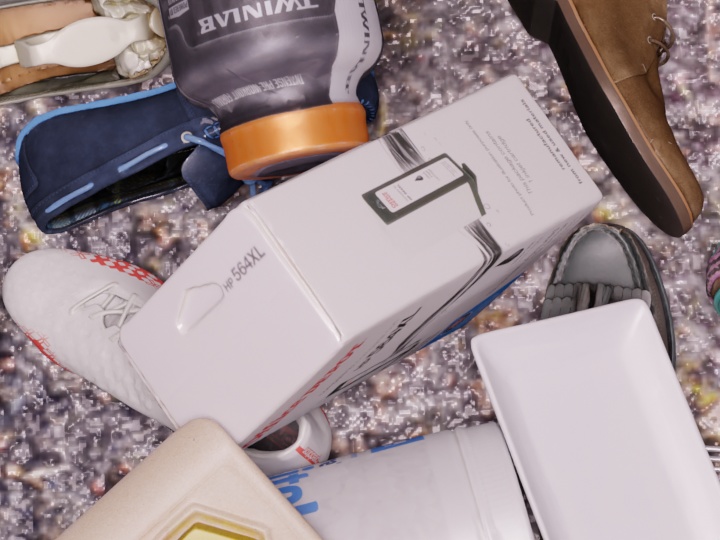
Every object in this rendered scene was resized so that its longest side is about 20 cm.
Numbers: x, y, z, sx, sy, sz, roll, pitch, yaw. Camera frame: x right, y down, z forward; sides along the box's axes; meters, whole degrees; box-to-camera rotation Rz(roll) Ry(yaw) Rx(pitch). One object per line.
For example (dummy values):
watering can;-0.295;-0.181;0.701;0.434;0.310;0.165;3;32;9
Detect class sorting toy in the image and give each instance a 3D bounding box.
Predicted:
sorting toy;-0.076;0.199;1.067;0.185;0.036;0.200;-42;88;0

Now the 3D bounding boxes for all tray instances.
tray;0.129;0.116;1.129;0.107;0.022;0.200;-11;71;-28

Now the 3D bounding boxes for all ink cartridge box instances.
ink cartridge box;0.000;0.000;1.126;0.200;0.146;0.084;-29;79;-41

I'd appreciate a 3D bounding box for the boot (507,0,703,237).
boot;0.144;-0.115;1.227;0.075;0.074;0.200;-24;77;-12

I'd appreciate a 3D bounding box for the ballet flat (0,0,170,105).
ballet flat;-0.191;-0.120;1.237;0.200;0.064;0.068;-10;105;0

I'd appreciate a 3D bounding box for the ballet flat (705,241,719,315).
ballet flat;0.281;0.020;1.201;0.200;0.069;0.071;21;62;6

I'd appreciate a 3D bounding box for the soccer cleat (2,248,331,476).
soccer cleat;-0.102;0.046;1.198;0.200;0.085;0.069;33;83;7

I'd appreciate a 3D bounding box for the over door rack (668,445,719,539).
over door rack;0.225;0.171;1.171;0.147;0.067;0.200;4;80;4

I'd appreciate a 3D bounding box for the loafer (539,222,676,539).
loafer;0.123;0.070;1.190;0.072;0.063;0.200;0;80;18

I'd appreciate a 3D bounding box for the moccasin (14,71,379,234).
moccasin;-0.083;-0.060;1.226;0.200;0.080;0.068;-15;65;13

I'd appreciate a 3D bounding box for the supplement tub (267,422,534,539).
supplement tub;-0.011;0.161;1.151;0.200;0.132;0.132;-15;80;-1

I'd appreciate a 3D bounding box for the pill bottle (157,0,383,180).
pill bottle;-0.049;-0.147;1.117;0.106;0.106;0.200;-12;85;0
